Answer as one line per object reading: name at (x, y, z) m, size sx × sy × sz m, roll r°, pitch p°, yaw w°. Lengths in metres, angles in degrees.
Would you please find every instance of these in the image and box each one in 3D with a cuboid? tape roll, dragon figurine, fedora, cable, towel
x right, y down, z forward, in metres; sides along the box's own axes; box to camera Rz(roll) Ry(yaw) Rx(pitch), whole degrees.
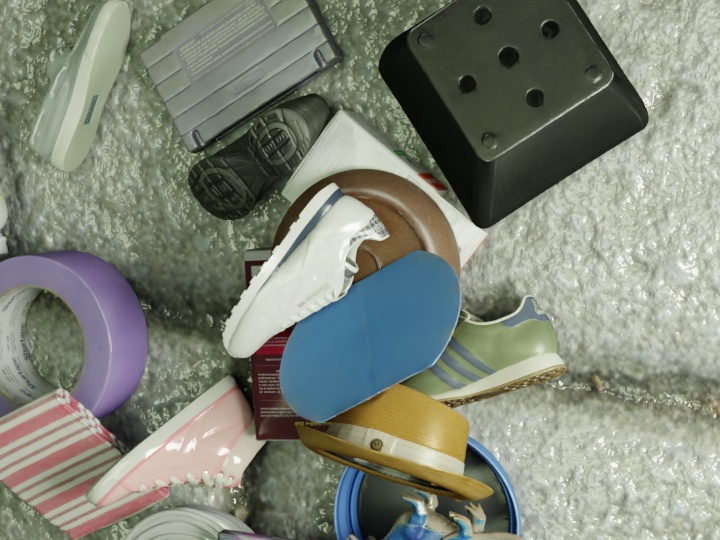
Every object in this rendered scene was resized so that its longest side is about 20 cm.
tape roll at (-0.345, 0.080, 1.418) m, size 0.199 × 0.085 × 0.202 m, roll 2°, pitch 97°, yaw 19°
dragon figurine at (0.080, 0.279, 1.257) m, size 0.199 × 0.059 × 0.100 m, roll 15°, pitch 102°, yaw 22°
fedora at (0.038, 0.157, 1.206) m, size 0.199 × 0.201 × 0.082 m, roll 14°, pitch 76°, yaw 18°
cable at (-0.179, 0.357, 1.394) m, size 0.199 × 0.069 × 0.202 m, roll 8°, pitch 97°, yaw 19°
towel at (-0.322, 0.215, 1.394) m, size 0.146 × 0.030 × 0.200 m, roll -26°, pitch 125°, yaw 20°

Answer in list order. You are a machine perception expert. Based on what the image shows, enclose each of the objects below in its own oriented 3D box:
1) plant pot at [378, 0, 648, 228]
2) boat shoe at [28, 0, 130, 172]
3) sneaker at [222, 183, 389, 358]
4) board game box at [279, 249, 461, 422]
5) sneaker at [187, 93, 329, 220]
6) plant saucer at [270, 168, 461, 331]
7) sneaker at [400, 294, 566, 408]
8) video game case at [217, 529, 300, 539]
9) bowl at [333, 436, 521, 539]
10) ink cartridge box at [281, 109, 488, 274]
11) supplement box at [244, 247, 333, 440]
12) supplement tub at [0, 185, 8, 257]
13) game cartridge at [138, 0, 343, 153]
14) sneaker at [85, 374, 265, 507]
plant pot at (0.138, -0.178, 1.155) m, size 0.199 × 0.177 × 0.200 m, roll -32°, pitch 84°, yaw 4°
boat shoe at (-0.316, -0.211, 1.389) m, size 0.071 × 0.070 × 0.202 m, roll 27°, pitch 105°, yaw 12°
sneaker at (-0.058, 0.014, 1.223) m, size 0.080 × 0.076 × 0.200 m, roll 37°, pitch 104°, yaw 0°
board game box at (0.016, 0.072, 1.189) m, size 0.199 × 0.159 × 0.039 m, roll -29°, pitch 126°, yaw 16°
sneaker at (-0.102, -0.119, 1.323) m, size 0.199 × 0.091 × 0.076 m, roll -27°, pitch 103°, yaw 41°
plant saucer at (0.000, 0.000, 1.258) m, size 0.199 × 0.034 × 0.202 m, roll 1°, pitch 95°, yaw 14°
sneaker at (0.106, 0.086, 1.276) m, size 0.199 × 0.067 × 0.091 m, roll -19°, pitch 73°, yaw 25°
video game case at (-0.055, 0.346, 1.288) m, size 0.199 × 0.019 × 0.144 m, roll 2°, pitch 98°, yaw 26°
bowl at (0.071, 0.256, 1.311) m, size 0.199 × 0.039 × 0.202 m, roll 2°, pitch 96°, yaw 19°
ink cartridge box at (0.029, -0.061, 1.293) m, size 0.200 × 0.050 × 0.109 m, roll 40°, pitch 105°, yaw 11°
supplement box at (-0.058, 0.075, 1.328) m, size 0.108 × 0.061 × 0.202 m, roll -2°, pitch 94°, yaw 17°
supplement tub at (-0.481, -0.100, 1.417) m, size 0.144 × 0.145 × 0.201 m, roll -15°, pitch 90°, yaw 20°
game cartridge at (-0.129, -0.229, 1.342) m, size 0.199 × 0.038 × 0.130 m, roll -29°, pitch 81°, yaw 20°
sneaker at (-0.187, 0.209, 1.344) m, size 0.200 × 0.075 × 0.105 m, roll -37°, pitch 92°, yaw -20°
